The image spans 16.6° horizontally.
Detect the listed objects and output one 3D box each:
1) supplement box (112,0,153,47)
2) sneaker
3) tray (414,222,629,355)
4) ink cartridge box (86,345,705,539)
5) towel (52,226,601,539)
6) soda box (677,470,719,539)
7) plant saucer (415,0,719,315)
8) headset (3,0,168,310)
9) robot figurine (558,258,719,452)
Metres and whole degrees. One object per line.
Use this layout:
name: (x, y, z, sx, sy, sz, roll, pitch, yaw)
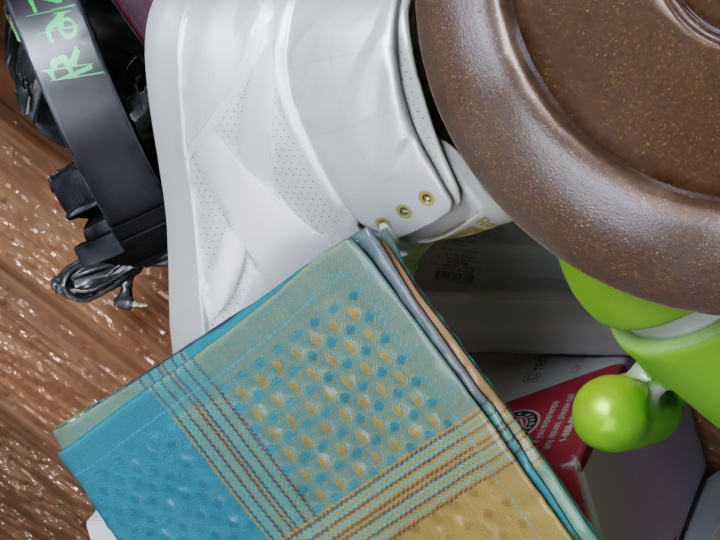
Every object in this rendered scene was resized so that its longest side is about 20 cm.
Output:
supplement box: (0.014, -0.146, 0.850, 0.199, 0.110, 0.086, -29, 103, 29)
sneaker: (0.000, 0.000, 0.802, 0.115, 0.074, 0.201, 1, 110, 34)
tray: (0.038, -0.024, 0.921, 0.199, 0.022, 0.108, 0, 80, 19)
ink cartridge box: (0.016, 0.085, 0.946, 0.199, 0.147, 0.083, -10, 111, 23)
towel: (0.007, 0.098, 0.799, 0.146, 0.022, 0.200, -32, 100, 28)
soda box: (0.116, 0.154, 0.910, 0.064, 0.200, 0.068, -34, 99, 37)
plant saucer: (0.114, -0.088, 0.721, 0.199, 0.032, 0.201, -1, 80, 6)
headset: (-0.100, -0.047, 0.914, 0.094, 0.200, 0.124, -24, 64, 2)
robot figurine: (0.145, 0.001, 0.796, 0.200, 0.116, 0.176, 39, 103, -22)
